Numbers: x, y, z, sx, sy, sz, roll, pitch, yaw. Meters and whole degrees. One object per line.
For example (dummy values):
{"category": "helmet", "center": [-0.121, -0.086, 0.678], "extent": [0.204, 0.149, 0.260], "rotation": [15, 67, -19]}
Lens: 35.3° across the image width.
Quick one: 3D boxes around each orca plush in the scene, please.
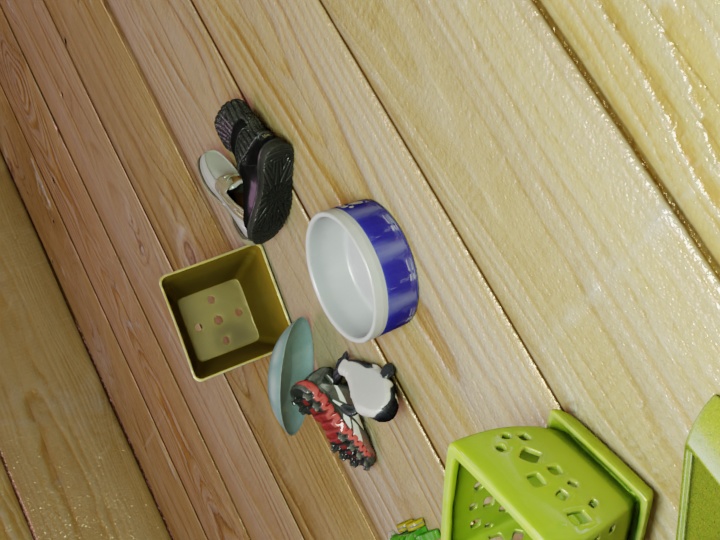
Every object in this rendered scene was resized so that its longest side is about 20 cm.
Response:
{"category": "orca plush", "center": [0.016, 0.200, 1.787], "extent": [0.071, 0.105, 0.199], "rotation": [47, 161, -27]}

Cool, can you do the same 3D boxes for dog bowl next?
{"category": "dog bowl", "center": [0.000, 0.000, 1.669], "extent": [0.200, 0.078, 0.202], "rotation": [41, 141, 44]}

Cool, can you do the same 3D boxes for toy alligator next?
{"category": "toy alligator", "center": [0.070, 0.447, 1.862], "extent": [0.060, 0.054, 0.200], "rotation": [68, 154, 6]}

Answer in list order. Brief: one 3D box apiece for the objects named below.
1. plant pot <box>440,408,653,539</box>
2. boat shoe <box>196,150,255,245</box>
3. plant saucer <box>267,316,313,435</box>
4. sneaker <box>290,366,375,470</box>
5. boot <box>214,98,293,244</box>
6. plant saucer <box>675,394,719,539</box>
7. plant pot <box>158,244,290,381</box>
{"category": "plant pot", "center": [0.222, 0.296, 1.324], "extent": [0.199, 0.180, 0.201], "rotation": [43, 143, 42]}
{"category": "boat shoe", "center": [-0.221, -0.143, 2.017], "extent": [0.201, 0.074, 0.069], "rotation": [54, 144, 17]}
{"category": "plant saucer", "center": [-0.124, 0.178, 1.928], "extent": [0.201, 0.038, 0.203], "rotation": [4, -90, -78]}
{"category": "sneaker", "center": [-0.029, 0.244, 1.903], "extent": [0.201, 0.098, 0.071], "rotation": [52, 144, -14]}
{"category": "boot", "center": [-0.185, -0.167, 1.908], "extent": [0.158, 0.079, 0.213], "rotation": [40, 131, 35]}
{"category": "plant saucer", "center": [0.365, 0.259, 1.104], "extent": [0.200, 0.047, 0.202], "rotation": [-116, 19, -60]}
{"category": "plant pot", "center": [-0.256, 0.085, 2.114], "extent": [0.176, 0.198, 0.202], "rotation": [147, 102, -75]}
